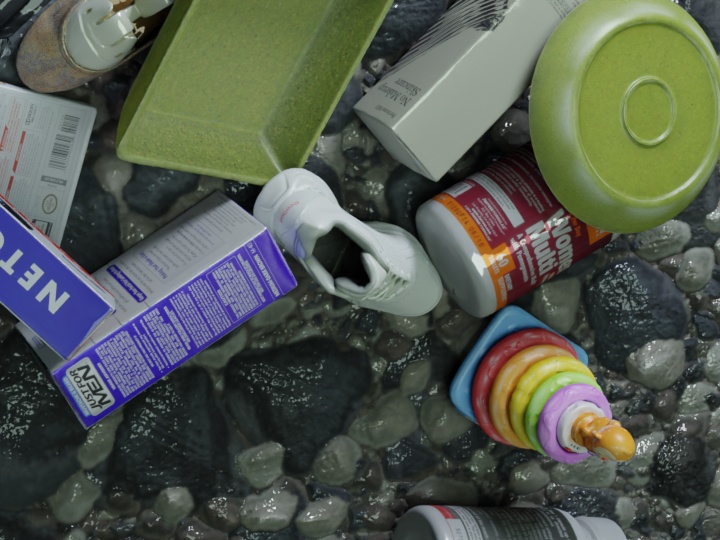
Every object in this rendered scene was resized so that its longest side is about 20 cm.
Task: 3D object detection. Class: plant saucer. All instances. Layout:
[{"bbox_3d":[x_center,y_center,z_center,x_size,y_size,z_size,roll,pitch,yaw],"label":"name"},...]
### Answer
[{"bbox_3d":[0.228,-0.130,1.570,0.199,0.031,0.201,-2,95,-29],"label":"plant saucer"},{"bbox_3d":[-0.086,-0.168,1.465,0.199,0.048,0.201,8,117,-51],"label":"plant saucer"}]

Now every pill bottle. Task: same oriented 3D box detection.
[{"bbox_3d":[0.155,-0.053,1.622,0.199,0.110,0.110,-30,116,-13],"label":"pill bottle"},{"bbox_3d":[0.135,0.268,1.713,0.199,0.114,0.115,4,105,-25],"label":"pill bottle"}]

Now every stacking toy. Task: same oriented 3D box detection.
[{"bbox_3d":[0.173,0.121,1.635,0.116,0.200,0.110,32,91,-30],"label":"stacking toy"}]

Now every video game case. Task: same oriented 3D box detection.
[{"bbox_3d":[-0.311,-0.078,1.451,0.199,0.018,0.144,12,101,-28],"label":"video game case"}]

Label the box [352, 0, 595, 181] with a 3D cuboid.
[{"bbox_3d":[0.095,-0.172,1.573,0.200,0.082,0.068,-46,120,-7],"label":"box"}]

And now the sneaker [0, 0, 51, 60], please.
[{"bbox_3d":[-0.269,-0.251,1.387,0.113,0.075,0.201,13,99,-36],"label":"sneaker"}]

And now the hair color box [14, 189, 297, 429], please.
[{"bbox_3d":[-0.160,0.028,1.502,0.199,0.109,0.065,-33,118,-12],"label":"hair color box"}]

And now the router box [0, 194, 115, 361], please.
[{"bbox_3d":[-0.259,-0.025,1.345,0.200,0.179,0.049,43,86,-7],"label":"router box"}]

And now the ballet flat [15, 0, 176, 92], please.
[{"bbox_3d":[-0.169,-0.198,1.449,0.200,0.067,0.068,-35,109,-11],"label":"ballet flat"}]

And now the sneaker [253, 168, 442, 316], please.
[{"bbox_3d":[0.000,0.000,1.562,0.200,0.099,0.078,29,107,-39],"label":"sneaker"}]
